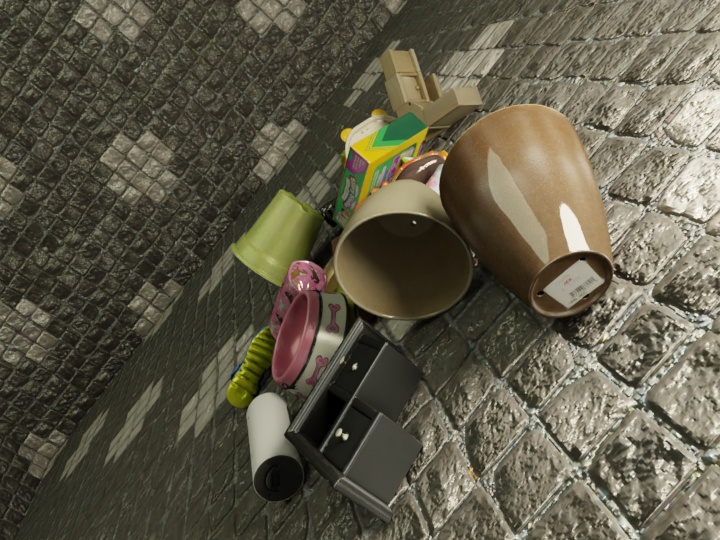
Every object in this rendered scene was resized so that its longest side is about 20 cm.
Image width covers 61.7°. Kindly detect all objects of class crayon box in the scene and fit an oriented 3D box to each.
[{"bbox_3d":[0.036,-0.188,1.185,0.171,0.058,0.202,-35,-22,-33],"label":"crayon box"}]

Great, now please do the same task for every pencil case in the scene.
[{"bbox_3d":[0.113,-0.079,1.011,0.202,0.083,0.090,-55,23,-7],"label":"pencil case"},{"bbox_3d":[-0.128,0.068,1.215,0.202,0.084,0.084,115,160,-47],"label":"pencil case"}]

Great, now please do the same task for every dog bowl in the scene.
[{"bbox_3d":[-0.095,0.126,1.074,0.201,0.072,0.203,-54,24,38],"label":"dog bowl"}]

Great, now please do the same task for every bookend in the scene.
[{"bbox_3d":[0.013,0.182,0.793,0.201,0.092,0.199,-56,22,-11],"label":"bookend"}]

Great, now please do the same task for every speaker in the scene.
[{"bbox_3d":[-0.144,0.284,0.988,0.082,0.081,0.200,-50,20,4],"label":"speaker"}]

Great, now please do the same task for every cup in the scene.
[{"bbox_3d":[0.066,-0.049,0.886,0.199,0.199,0.145,-37,28,34],"label":"cup"}]

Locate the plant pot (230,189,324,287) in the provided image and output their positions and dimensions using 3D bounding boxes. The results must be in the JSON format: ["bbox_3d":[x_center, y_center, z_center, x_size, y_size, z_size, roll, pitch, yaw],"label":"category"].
[{"bbox_3d":[-0.185,-0.083,1.464,0.187,0.198,0.201,-57,20,6],"label":"plant pot"}]

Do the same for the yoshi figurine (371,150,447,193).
[{"bbox_3d":[0.100,-0.131,1.150,0.199,0.113,0.112,-41,60,-8],"label":"yoshi figurine"}]

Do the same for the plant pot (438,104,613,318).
[{"bbox_3d":[0.201,-0.052,0.684,0.186,0.185,0.203,-42,37,25],"label":"plant pot"}]

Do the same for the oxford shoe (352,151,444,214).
[{"bbox_3d":[0.079,-0.128,1.054,0.199,0.072,0.073,-41,34,-2],"label":"oxford shoe"}]

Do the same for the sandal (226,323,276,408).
[{"bbox_3d":[-0.230,0.197,1.325,0.202,0.079,0.087,-54,17,-6],"label":"sandal"}]

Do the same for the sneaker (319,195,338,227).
[{"bbox_3d":[-0.036,-0.153,1.444,0.099,0.071,0.199,-41,10,-19],"label":"sneaker"}]

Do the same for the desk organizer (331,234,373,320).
[{"bbox_3d":[0.000,0.000,1.094,0.076,0.072,0.202,-30,32,13],"label":"desk organizer"}]

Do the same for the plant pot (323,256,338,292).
[{"bbox_3d":[-0.035,0.010,1.271,0.200,0.027,0.202,-44,22,22],"label":"plant pot"}]

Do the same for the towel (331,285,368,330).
[{"bbox_3d":[-0.024,0.089,1.098,0.086,0.018,0.202,-40,30,15],"label":"towel"}]

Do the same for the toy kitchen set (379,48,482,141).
[{"bbox_3d":[0.176,-0.417,1.332,0.160,0.205,0.179,-14,-7,-39],"label":"toy kitchen set"}]

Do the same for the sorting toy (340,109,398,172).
[{"bbox_3d":[0.015,-0.287,1.503,0.198,0.108,0.181,-36,-10,-19],"label":"sorting toy"}]
